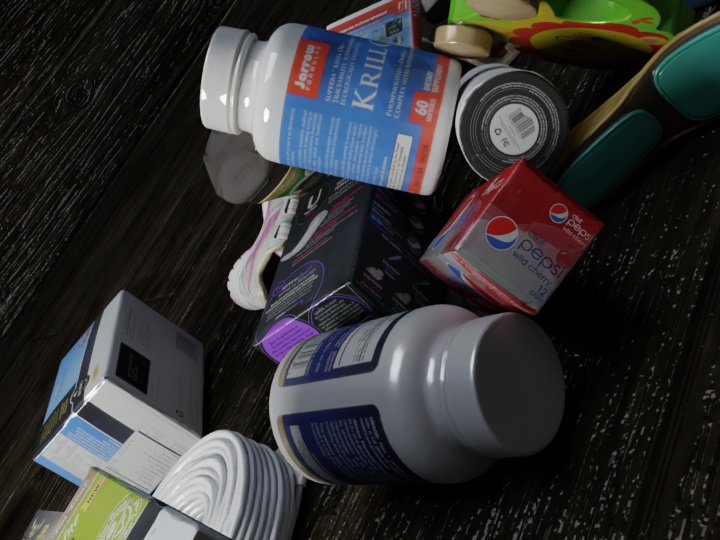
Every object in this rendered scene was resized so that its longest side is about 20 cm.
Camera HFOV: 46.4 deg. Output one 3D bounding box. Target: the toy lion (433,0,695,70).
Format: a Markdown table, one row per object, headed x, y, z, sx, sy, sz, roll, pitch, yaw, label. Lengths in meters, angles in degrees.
| x | y | z | sx | sy | sz | roll | pitch | yaw | label |
| --- | --- | --- | --- | --- | --- | --- | --- | --- | --- |
| 0.158 | -0.186 | 0.609 | 0.200 | 0.188 | 0.070 | -147 | 67 | -85 | toy lion |

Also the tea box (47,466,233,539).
| x | y | z | sx | sy | sz | roll | pitch | yaw | label |
| --- | --- | --- | --- | --- | --- | --- | --- | --- | --- |
| -0.078 | 0.223 | 0.457 | 0.196 | 0.199 | 0.135 | -7 | 49 | 57 | tea box |

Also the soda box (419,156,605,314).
| x | y | z | sx | sy | sz | roll | pitch | yaw | label |
| --- | --- | --- | --- | --- | --- | --- | --- | --- | --- |
| 0.092 | -0.017 | 0.568 | 0.070 | 0.063 | 0.200 | -52 | 1 | -2 | soda box |

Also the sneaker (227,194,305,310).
| x | y | z | sx | sy | sz | roll | pitch | yaw | label |
| --- | --- | --- | --- | --- | --- | --- | --- | --- | --- |
| -0.078 | -0.039 | 0.969 | 0.088 | 0.080 | 0.203 | 24 | 93 | 59 | sneaker |

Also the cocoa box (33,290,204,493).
| x | y | z | sx | sy | sz | roll | pitch | yaw | label |
| --- | --- | --- | --- | --- | --- | --- | --- | --- | --- |
| -0.271 | 0.147 | 0.971 | 0.131 | 0.133 | 0.201 | -46 | 25 | 13 | cocoa box |

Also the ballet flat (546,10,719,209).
| x | y | z | sx | sy | sz | roll | pitch | yaw | label |
| --- | --- | --- | --- | --- | --- | --- | --- | --- | --- |
| 0.208 | -0.123 | 0.589 | 0.199 | 0.068 | 0.063 | -38 | 22 | 27 | ballet flat |

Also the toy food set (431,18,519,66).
| x | y | z | sx | sy | sz | roll | pitch | yaw | label |
| --- | --- | --- | --- | --- | --- | --- | --- | --- | --- |
| 0.167 | -0.315 | 0.934 | 0.201 | 0.060 | 0.144 | -50 | 24 | 7 | toy food set |

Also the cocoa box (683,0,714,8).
| x | y | z | sx | sy | sz | roll | pitch | yaw | label |
| --- | --- | --- | --- | --- | --- | --- | --- | --- | --- |
| 0.211 | -0.316 | 0.686 | 0.133 | 0.199 | 0.133 | -8 | 49 | 56 | cocoa box |

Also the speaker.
| x | y | z | sx | sy | sz | roll | pitch | yaw | label |
| --- | --- | --- | --- | --- | --- | --- | --- | --- | --- |
| 0.113 | -0.125 | 0.679 | 0.081 | 0.081 | 0.200 | -45 | 8 | 13 | speaker |

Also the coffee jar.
| x | y | z | sx | sy | sz | roll | pitch | yaw | label |
| --- | --- | --- | --- | --- | --- | --- | --- | --- | --- |
| -0.051 | -0.123 | 0.825 | 0.198 | 0.086 | 0.104 | -14 | -17 | -42 | coffee jar |

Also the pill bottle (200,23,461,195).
| x | y | z | sx | sy | sz | roll | pitch | yaw | label |
| --- | --- | --- | --- | --- | --- | --- | --- | --- | --- |
| -0.024 | -0.135 | 0.681 | 0.112 | 0.196 | 0.114 | 11 | -90 | -89 | pill bottle |

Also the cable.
| x | y | z | sx | sy | sz | roll | pitch | yaw | label |
| --- | --- | --- | --- | --- | --- | --- | --- | --- | --- |
| -0.133 | 0.234 | 0.701 | 0.199 | 0.069 | 0.202 | -37 | 28 | 30 | cable |

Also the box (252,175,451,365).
| x | y | z | sx | sy | sz | roll | pitch | yaw | label |
| --- | --- | --- | --- | --- | --- | --- | --- | --- | --- |
| 0.000 | 0.000 | 0.741 | 0.122 | 0.106 | 0.202 | -32 | 30 | 34 | box |

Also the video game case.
| x | y | z | sx | sy | sz | roll | pitch | yaw | label |
| --- | --- | --- | --- | --- | --- | --- | --- | --- | --- |
| 0.017 | -0.184 | 0.914 | 0.142 | 0.017 | 0.204 | -5 | 88 | 50 | video game case |

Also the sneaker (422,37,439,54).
| x | y | z | sx | sy | sz | roll | pitch | yaw | label |
| --- | --- | --- | --- | --- | --- | --- | --- | --- | --- |
| 0.034 | -0.163 | 0.956 | 0.201 | 0.070 | 0.100 | -53 | 35 | 17 | sneaker |

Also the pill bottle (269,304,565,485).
| x | y | z | sx | sy | sz | roll | pitch | yaw | label |
| --- | --- | --- | --- | --- | --- | --- | --- | --- | --- |
| 0.033 | 0.085 | 0.558 | 0.199 | 0.111 | 0.112 | -18 | 40 | 51 | pill bottle |

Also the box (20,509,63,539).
| x | y | z | sx | sy | sz | roll | pitch | yaw | label |
| --- | --- | --- | --- | --- | --- | --- | --- | --- | --- |
| -0.368 | 0.363 | 0.968 | 0.199 | 0.048 | 0.160 | -17 | 42 | 52 | box |

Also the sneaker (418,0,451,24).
| x | y | z | sx | sy | sz | roll | pitch | yaw | label |
| --- | --- | --- | --- | --- | --- | --- | --- | --- | --- |
| 0.151 | -0.269 | 0.834 | 0.199 | 0.113 | 0.073 | -25 | 7 | 43 | sneaker |
